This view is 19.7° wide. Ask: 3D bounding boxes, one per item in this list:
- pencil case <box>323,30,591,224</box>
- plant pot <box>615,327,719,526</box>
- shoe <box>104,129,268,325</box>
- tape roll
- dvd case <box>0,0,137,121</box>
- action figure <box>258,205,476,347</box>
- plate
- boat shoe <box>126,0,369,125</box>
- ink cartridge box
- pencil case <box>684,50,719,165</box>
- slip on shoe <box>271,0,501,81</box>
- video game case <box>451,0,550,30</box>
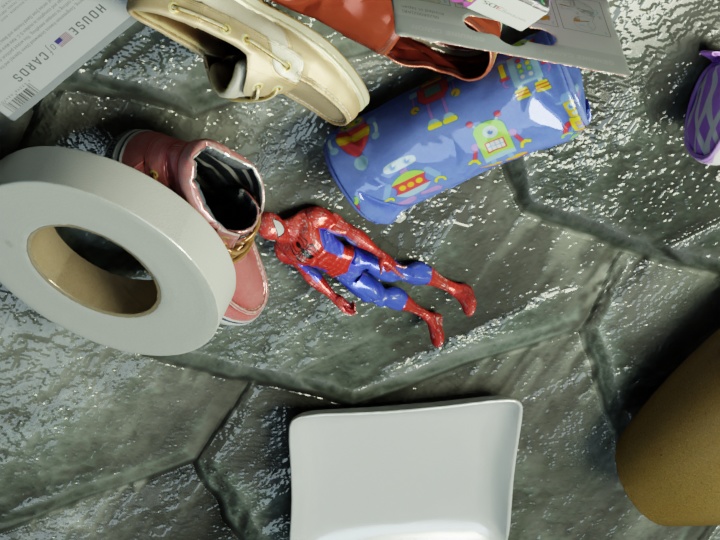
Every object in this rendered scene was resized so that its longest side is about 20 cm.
[{"bbox_3d":[0.072,-0.100,1.518,0.200,0.078,0.087,-25,116,14],"label":"pencil case"},{"bbox_3d":[0.317,0.138,1.742,0.186,0.186,0.200,27,136,-31],"label":"plant pot"},{"bbox_3d":[-0.105,-0.026,1.539,0.091,0.071,0.200,7,144,40],"label":"shoe"},{"bbox_3d":[-0.190,-0.012,1.521,0.203,0.037,0.203,17,147,12],"label":"tape roll"},{"bbox_3d":[-0.256,-0.200,1.399,0.150,0.025,0.200,-35,130,21],"label":"dvd case"},{"bbox_3d":[0.000,0.000,1.626,0.200,0.052,0.065,27,126,-28],"label":"action figure"},{"bbox_3d":[0.035,0.178,1.813,0.200,0.032,0.200,-4,134,-6],"label":"plate"},{"bbox_3d":[-0.082,-0.150,1.433,0.200,0.069,0.074,35,161,-28],"label":"boat shoe"},{"bbox_3d":[0.078,-0.186,1.352,0.162,0.200,0.050,8,134,-18],"label":"ink cartridge box"},{"bbox_3d":[0.343,-0.106,1.565,0.200,0.084,0.086,8,96,-21],"label":"pencil case"},{"bbox_3d":[0.013,-0.184,1.441,0.200,0.061,0.074,19,129,-24],"label":"slip on shoe"},{"bbox_3d":[0.040,-0.266,1.274,0.181,0.200,0.036,18,150,-26],"label":"video game case"}]
